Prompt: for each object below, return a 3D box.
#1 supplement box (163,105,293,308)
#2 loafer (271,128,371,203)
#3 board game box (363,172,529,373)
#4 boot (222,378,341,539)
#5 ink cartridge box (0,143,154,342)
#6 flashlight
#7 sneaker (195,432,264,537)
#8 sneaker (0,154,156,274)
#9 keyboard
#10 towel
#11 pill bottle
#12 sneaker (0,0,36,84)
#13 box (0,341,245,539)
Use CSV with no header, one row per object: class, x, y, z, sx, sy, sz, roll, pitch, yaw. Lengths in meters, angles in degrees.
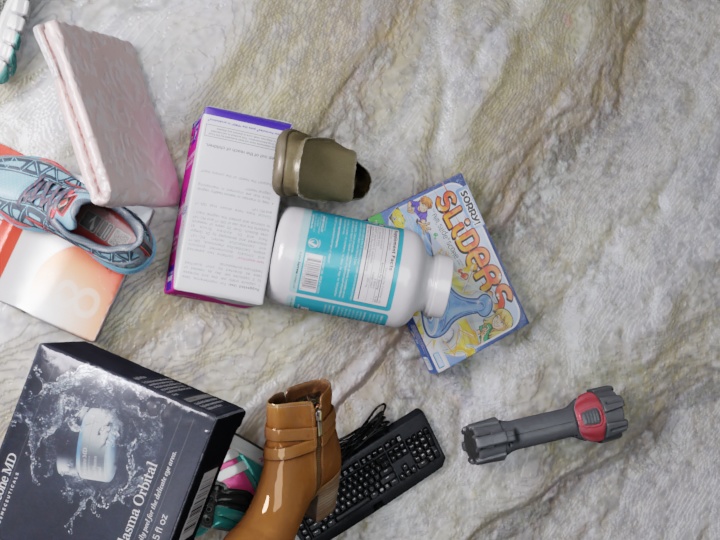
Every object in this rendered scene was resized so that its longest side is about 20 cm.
supplement box,-0.147,-0.066,1.264,0.102,0.101,0.202,10,83,-16
loafer,-0.039,-0.112,1.253,0.067,0.200,0.077,7,95,17
board game box,0.102,0.003,1.370,0.135,0.034,0.201,-27,94,-17
boot,-0.083,0.212,1.192,0.199,0.076,0.157,-25,122,-48
ink cartridge box,-0.343,-0.036,1.229,0.199,0.050,0.163,26,78,-17
flashlight,0.220,0.190,1.381,0.198,0.068,0.068,-11,123,-13
sneaker,-0.181,0.227,1.245,0.199,0.084,0.121,31,68,-14
sneaker,-0.299,-0.069,1.178,0.199,0.096,0.080,25,77,-6
keyboard,0.003,0.231,1.320,0.199,0.040,0.105,-31,96,-18
towel,-0.259,-0.157,1.196,0.032,0.200,0.193,-19,89,13
pill bottle,0.000,0.000,1.275,0.198,0.111,0.112,12,82,-4
sneaker,-0.391,-0.306,1.224,0.090,0.078,0.202,17,80,-11
box,-0.251,0.198,1.157,0.198,0.117,0.198,21,90,9
